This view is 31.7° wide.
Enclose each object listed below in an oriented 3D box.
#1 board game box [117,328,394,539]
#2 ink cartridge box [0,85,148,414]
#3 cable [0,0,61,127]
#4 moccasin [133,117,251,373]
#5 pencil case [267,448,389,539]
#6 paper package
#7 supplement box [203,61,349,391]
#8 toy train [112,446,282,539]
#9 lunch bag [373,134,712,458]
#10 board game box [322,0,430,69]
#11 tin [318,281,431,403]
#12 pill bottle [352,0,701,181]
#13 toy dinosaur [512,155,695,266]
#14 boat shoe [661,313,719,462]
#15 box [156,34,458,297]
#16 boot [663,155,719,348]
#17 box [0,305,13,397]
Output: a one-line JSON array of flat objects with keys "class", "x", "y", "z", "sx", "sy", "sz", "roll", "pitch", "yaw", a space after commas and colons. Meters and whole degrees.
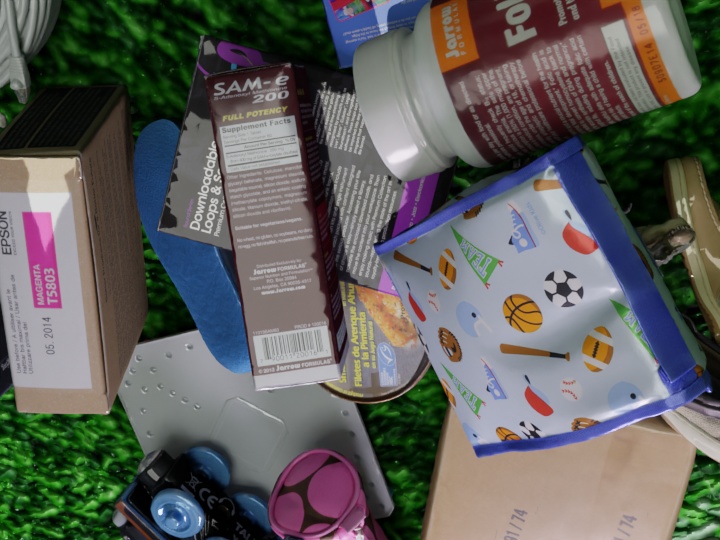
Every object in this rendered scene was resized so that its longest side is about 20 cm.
[{"class": "board game box", "x": -0.091, "y": 0.132, "z": 1.063, "sx": 0.198, "sy": 0.026, "sz": 0.202, "roll": -14, "pitch": 110, "yaw": 19}, {"class": "ink cartridge box", "x": -0.214, "y": -0.020, "z": 0.945, "sx": 0.074, "sy": 0.165, "sz": 0.202, "roll": 1, "pitch": 113, "yaw": 2}, {"class": "cable", "x": -0.318, "y": -0.225, "z": 0.938, "sx": 0.198, "sy": 0.069, "sz": 0.202, "roll": 17, "pitch": 115, "yaw": 7}, {"class": "moccasin", "x": -0.116, "y": -0.020, "z": 0.977, "sx": 0.080, "sy": 0.068, "sz": 0.202, "roll": -15, "pitch": 96, "yaw": 30}, {"class": "pencil case", "x": 0.000, "y": 0.234, "z": 1.017, "sx": 0.093, "sy": 0.091, "sz": 0.201, "roll": 13, "pitch": 148, "yaw": 38}, {"class": "paper package", "x": 0.149, "y": 0.167, "z": 0.980, "sx": 0.188, "sy": 0.104, "sz": 0.202, "roll": 11, "pitch": 115, "yaw": 7}, {"class": "supplement box", "x": -0.053, "y": -0.032, "z": 0.840, "sx": 0.060, "sy": 0.109, "sz": 0.202, "roll": -8, "pitch": 97, "yaw": 3}, {"class": "toy train", "x": -0.124, "y": 0.238, "z": 1.059, "sx": 0.200, "sy": 0.087, "sz": 0.114, "roll": 45, "pitch": 122, "yaw": -9}, {"class": "lunch bag", "x": 0.121, "y": 0.016, "z": 0.796, "sx": 0.171, "sy": 0.123, "sz": 0.200, "roll": 61, "pitch": 157, "yaw": 0}, {"class": "board game box", "x": 0.065, "y": -0.226, "z": 0.858, "sx": 0.198, "sy": 0.045, "sz": 0.136, "roll": -9, "pitch": 111, "yaw": 17}, {"class": "tin", "x": 0.000, "y": 0.000, "z": 0.961, "sx": 0.111, "sy": 0.042, "sz": 0.202, "roll": -4, "pitch": 104, "yaw": 2}, {"class": "pill bottle", "x": 0.103, "y": -0.133, "z": 0.802, "sx": 0.198, "sy": 0.114, "sz": 0.115, "roll": -18, "pitch": 108, "yaw": 20}, {"class": "toy dinosaur", "x": 0.136, "y": -0.039, "z": 0.899, "sx": 0.199, "sy": 0.047, "sz": 0.089, "roll": -4, "pitch": 98, "yaw": 46}, {"class": "boat shoe", "x": 0.211, "y": 0.058, "z": 0.895, "sx": 0.200, "sy": 0.072, "sz": 0.065, "roll": 39, "pitch": 144, "yaw": 34}, {"class": "box", "x": -0.034, "y": -0.073, "z": 0.906, "sx": 0.198, "sy": 0.036, "sz": 0.145, "roll": 15, "pitch": 98, "yaw": -1}, {"class": "boot", "x": 0.307, "y": -0.010, "z": 0.881, "sx": 0.154, "sy": 0.073, "sz": 0.201, "roll": -22, "pitch": 104, "yaw": 19}, {"class": "box", "x": -0.349, "y": 0.013, "z": 0.976, "sx": 0.123, "sy": 0.200, "sz": 0.198, "roll": -18, "pitch": 108, "yaw": 22}]
